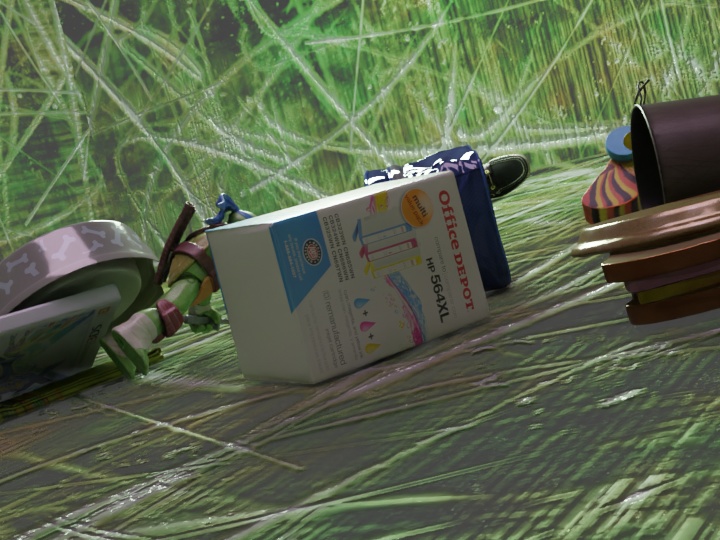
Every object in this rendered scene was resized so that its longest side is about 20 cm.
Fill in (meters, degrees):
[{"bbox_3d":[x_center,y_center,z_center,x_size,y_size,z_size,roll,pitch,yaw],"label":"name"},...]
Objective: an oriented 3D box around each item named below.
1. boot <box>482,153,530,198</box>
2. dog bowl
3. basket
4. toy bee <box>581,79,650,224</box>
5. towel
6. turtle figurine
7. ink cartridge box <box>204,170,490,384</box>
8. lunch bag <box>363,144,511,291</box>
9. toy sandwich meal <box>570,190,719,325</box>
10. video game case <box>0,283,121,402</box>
[{"bbox_3d":[0.208,-0.156,2.268,0.199,0.073,0.151,-16,3,23],"label":"boot"},{"bbox_3d":[-0.295,0.023,1.240,0.200,0.059,0.200,-29,-19,-11],"label":"dog bowl"},{"bbox_3d":[0.343,-0.093,1.040,0.199,0.137,0.180,-10,1,8],"label":"basket"},{"bbox_3d":[0.336,-0.134,1.410,0.108,0.201,0.131,14,-9,30],"label":"toy bee"},{"bbox_3d":[-0.298,0.114,1.222,0.086,0.018,0.200,-8,9,46],"label":"towel"},{"bbox_3d":[-0.142,0.047,1.198,0.194,0.200,0.144,-39,39,-24],"label":"turtle figurine"},{"bbox_3d":[0.000,0.000,1.000,0.199,0.129,0.125,-19,7,-30],"label":"ink cartridge box"},{"bbox_3d":[0.063,-0.039,1.187,0.132,0.136,0.200,-15,7,4],"label":"lunch bag"},{"bbox_3d":[0.246,-0.016,0.876,0.204,0.071,0.205,-15,1,0],"label":"toy sandwich meal"},{"bbox_3d":[-0.343,0.088,1.193,0.199,0.022,0.182,-18,-20,-31],"label":"video game case"}]
